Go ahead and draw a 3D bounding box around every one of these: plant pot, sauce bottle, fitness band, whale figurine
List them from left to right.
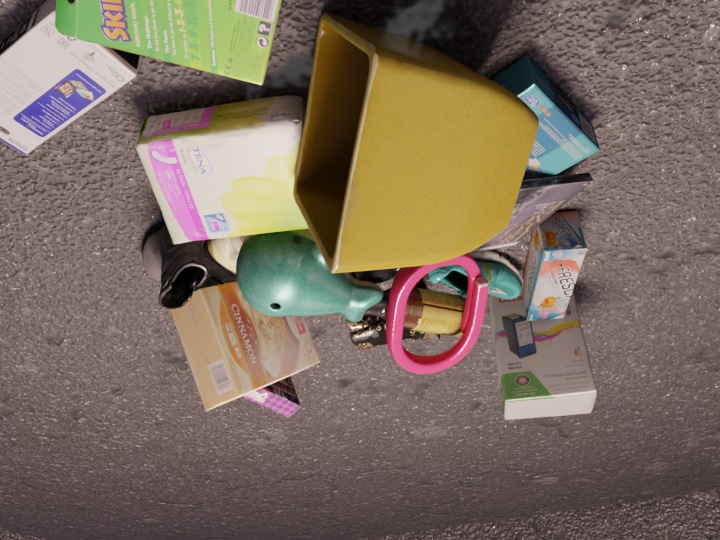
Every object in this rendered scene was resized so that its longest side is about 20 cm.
[{"bbox_3d":[-0.069,0.022,0.879,0.197,0.105,0.159,28,135,-19],"label":"whale figurine"},{"bbox_3d":[0.081,0.056,1.007,0.196,0.067,0.066,13,145,-26],"label":"sauce bottle"},{"bbox_3d":[0.057,-0.121,0.671,0.196,0.195,0.199,4,117,-20],"label":"plant pot"},{"bbox_3d":[0.107,0.061,0.955,0.140,0.038,0.204,-7,124,-16],"label":"fitness band"}]

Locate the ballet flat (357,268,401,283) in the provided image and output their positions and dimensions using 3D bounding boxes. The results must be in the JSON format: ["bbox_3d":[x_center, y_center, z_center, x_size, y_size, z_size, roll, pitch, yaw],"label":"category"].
[{"bbox_3d":[0.000,0.000,1.029,0.072,0.075,0.199,19,148,-30],"label":"ballet flat"}]

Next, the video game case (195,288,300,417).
[{"bbox_3d":[-0.197,0.137,1.116,0.036,0.183,0.199,-41,137,12],"label":"video game case"}]

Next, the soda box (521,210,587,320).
[{"bbox_3d":[0.291,-0.002,1.029,0.062,0.070,0.201,-4,146,3],"label":"soda box"}]

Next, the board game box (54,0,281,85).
[{"bbox_3d":[-0.178,-0.246,0.632,0.196,0.030,0.097,8,124,-20],"label":"board game box"}]

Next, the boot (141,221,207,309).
[{"bbox_3d":[-0.264,-0.003,0.934,0.069,0.134,0.200,13,144,-25],"label":"boot"}]

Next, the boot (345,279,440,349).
[{"bbox_3d":[0.046,0.074,1.136,0.147,0.075,0.200,-12,152,15],"label":"boot"}]

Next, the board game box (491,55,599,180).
[{"bbox_3d":[0.162,-0.148,0.817,0.198,0.048,0.150,-29,140,35],"label":"board game box"}]

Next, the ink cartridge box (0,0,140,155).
[{"bbox_3d":[-0.335,-0.201,0.710,0.197,0.040,0.099,-23,142,26],"label":"ink cartridge box"}]

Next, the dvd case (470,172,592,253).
[{"bbox_3d":[0.195,-0.069,0.904,0.146,0.016,0.200,-10,161,-23],"label":"dvd case"}]

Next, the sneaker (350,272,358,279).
[{"bbox_3d":[-0.014,-0.060,0.917,0.076,0.086,0.201,22,137,-4],"label":"sneaker"}]

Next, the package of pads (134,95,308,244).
[{"bbox_3d":[-0.149,-0.118,0.795,0.195,0.069,0.157,-6,131,4],"label":"package of pads"}]

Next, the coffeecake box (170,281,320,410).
[{"bbox_3d":[-0.165,0.097,1.001,0.072,0.156,0.199,-25,174,31],"label":"coffeecake box"}]

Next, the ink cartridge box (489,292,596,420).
[{"bbox_3d":[0.296,0.131,1.118,0.142,0.203,0.088,-7,145,9],"label":"ink cartridge box"}]

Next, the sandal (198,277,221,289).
[{"bbox_3d":[-0.182,0.071,1.113,0.057,0.081,0.200,-32,138,18],"label":"sandal"}]

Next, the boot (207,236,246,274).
[{"bbox_3d":[-0.097,-0.031,0.962,0.153,0.073,0.199,-29,136,32],"label":"boot"}]

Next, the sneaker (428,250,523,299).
[{"bbox_3d":[0.172,0.014,1.038,0.197,0.081,0.077,19,142,-31],"label":"sneaker"}]
